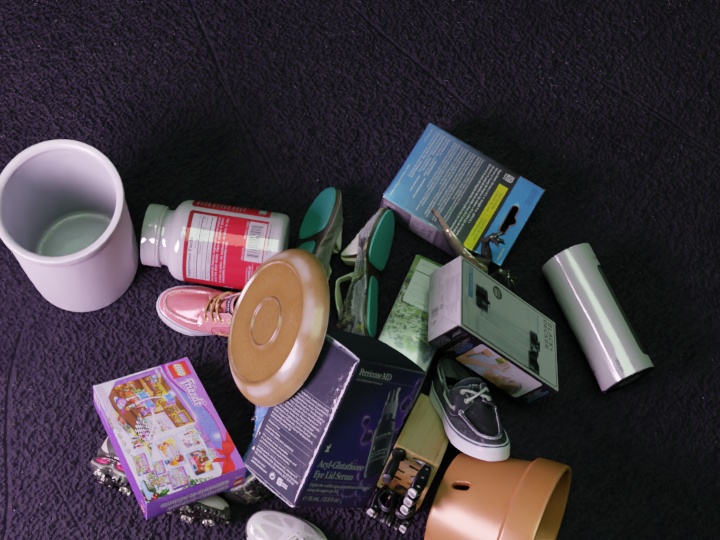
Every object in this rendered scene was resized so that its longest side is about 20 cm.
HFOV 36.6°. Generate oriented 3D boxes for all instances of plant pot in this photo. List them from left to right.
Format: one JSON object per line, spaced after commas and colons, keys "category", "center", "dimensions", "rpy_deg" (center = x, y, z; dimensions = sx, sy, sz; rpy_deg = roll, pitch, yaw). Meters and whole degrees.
{"category": "plant pot", "center": [-0.110, 0.067, 1.356], "dimensions": [0.027, 0.198, 0.204], "rpy_deg": [20, 62, -37]}
{"category": "plant pot", "center": [0.169, 0.318, 1.373], "dimensions": [0.138, 0.201, 0.202], "rpy_deg": [19, 67, 21]}

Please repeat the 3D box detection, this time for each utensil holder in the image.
{"category": "utensil holder", "center": [-0.389, -0.052, 1.464], "dimensions": [0.166, 0.201, 0.173], "rpy_deg": [2, 68, -4]}

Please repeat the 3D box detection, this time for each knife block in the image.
{"category": "knife block", "center": [0.072, 0.239, 1.394], "dimensions": [0.063, 0.176, 0.202], "rpy_deg": [26, 68, 6]}

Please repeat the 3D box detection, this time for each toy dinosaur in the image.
{"category": "toy dinosaur", "center": [0.170, -0.005, 1.513], "dimensions": [0.047, 0.087, 0.202], "rpy_deg": [-36, 101, -47]}

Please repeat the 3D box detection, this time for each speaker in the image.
{"category": "speaker", "center": [0.331, 0.065, 1.533], "dimensions": [0.080, 0.081, 0.203], "rpy_deg": [-20, 71, -11]}

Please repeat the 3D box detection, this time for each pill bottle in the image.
{"category": "pill bottle", "center": [-0.202, -0.036, 1.518], "dimensions": [0.196, 0.113, 0.114], "rpy_deg": [9, 68, 0]}

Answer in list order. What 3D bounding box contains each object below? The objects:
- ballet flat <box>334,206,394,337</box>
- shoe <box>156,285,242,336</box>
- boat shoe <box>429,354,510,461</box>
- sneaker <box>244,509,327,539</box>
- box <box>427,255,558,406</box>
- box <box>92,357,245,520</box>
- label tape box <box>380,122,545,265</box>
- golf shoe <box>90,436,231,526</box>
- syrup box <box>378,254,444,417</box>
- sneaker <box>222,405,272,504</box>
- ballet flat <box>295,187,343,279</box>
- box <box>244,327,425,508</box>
{"category": "ballet flat", "center": [0.000, 0.000, 1.546], "dimensions": [0.071, 0.072, 0.204], "rpy_deg": [10, 67, 0]}
{"category": "shoe", "center": [-0.187, 0.053, 1.495], "dimensions": [0.196, 0.091, 0.073], "rpy_deg": [14, 68, 2]}
{"category": "boat shoe", "center": [0.143, 0.174, 1.421], "dimensions": [0.070, 0.200, 0.069], "rpy_deg": [1, 112, -14]}
{"category": "sneaker", "center": [-0.058, 0.357, 1.371], "dimensions": [0.198, 0.116, 0.076], "rpy_deg": [30, 69, 8]}
{"category": "box", "center": [0.179, 0.082, 1.455], "dimensions": [0.199, 0.060, 0.118], "rpy_deg": [34, 43, -29]}
{"category": "box", "center": [-0.249, 0.212, 1.405], "dimensions": [0.135, 0.040, 0.201], "rpy_deg": [-15, 49, -25]}
{"category": "label tape box", "center": [0.148, -0.101, 1.594], "dimensions": [0.198, 0.063, 0.145], "rpy_deg": [31, 71, 8]}
{"category": "golf shoe", "center": [-0.250, 0.265, 1.418], "dimensions": [0.197, 0.078, 0.089], "rpy_deg": [24, 61, 5]}
{"category": "syrup box", "center": [0.071, 0.091, 1.503], "dimensions": [0.078, 0.082, 0.203], "rpy_deg": [23, 71, 6]}
{"category": "sneaker", "center": [-0.116, 0.223, 1.452], "dimensions": [0.089, 0.079, 0.200], "rpy_deg": [33, 69, 27]}
{"category": "ballet flat", "center": [-0.060, -0.030, 1.553], "dimensions": [0.064, 0.067, 0.202], "rpy_deg": [49, 43, -30]}
{"category": "box", "center": [-0.031, 0.184, 1.360], "dimensions": [0.104, 0.147, 0.203], "rpy_deg": [30, 100, 39]}
